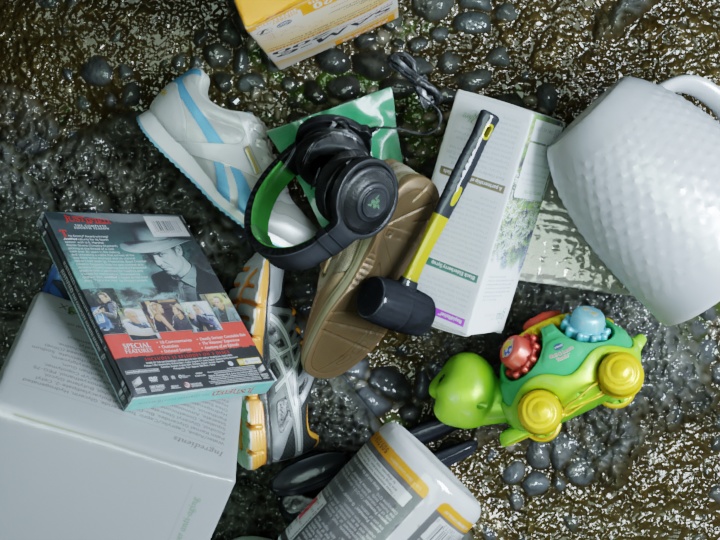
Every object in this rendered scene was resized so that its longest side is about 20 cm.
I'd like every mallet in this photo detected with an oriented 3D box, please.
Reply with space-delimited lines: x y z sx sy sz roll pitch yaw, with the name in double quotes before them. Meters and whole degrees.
"mallet" 0.071 -0.036 0.895 0.066 0.041 0.201 30 92 -38

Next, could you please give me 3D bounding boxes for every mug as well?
"mug" 0.263 -0.084 0.898 0.175 0.148 0.200 46 63 -1

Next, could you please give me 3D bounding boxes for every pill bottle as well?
"pill bottle" -0.001 0.237 0.910 0.116 0.116 0.200 44 89 -3

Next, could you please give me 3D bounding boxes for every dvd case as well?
"dvd case" -0.174 0.028 0.903 0.022 0.145 0.200 -52 58 33

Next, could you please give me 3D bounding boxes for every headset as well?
"headset" -0.019 -0.089 0.867 0.200 0.124 0.094 -38 133 9

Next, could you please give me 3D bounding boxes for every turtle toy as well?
"turtle toy" 0.161 0.096 0.951 0.199 0.146 0.102 -25 74 4

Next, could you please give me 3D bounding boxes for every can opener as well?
"can opener" 0.014 0.186 0.992 0.199 0.079 0.064 -14 87 -7

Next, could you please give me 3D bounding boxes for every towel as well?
"towel" 0.224 -0.046 0.980 0.199 0.034 0.133 9 94 1

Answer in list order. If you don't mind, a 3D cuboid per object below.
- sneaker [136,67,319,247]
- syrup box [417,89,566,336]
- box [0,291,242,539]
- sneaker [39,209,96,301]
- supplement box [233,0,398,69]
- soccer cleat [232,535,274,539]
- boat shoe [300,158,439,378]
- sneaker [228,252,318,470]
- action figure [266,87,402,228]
"sneaker" -0.106 -0.095 0.960 0.200 0.077 0.081 43 95 -4
"syrup box" 0.105 -0.048 0.938 0.081 0.079 0.201 22 102 30
"box" -0.221 0.166 0.896 0.199 0.172 0.200 20 116 -12
"sneaker" -0.266 0.044 0.986 0.078 0.066 0.201 22 96 -12
"supplement box" -0.038 -0.237 0.883 0.125 0.200 0.074 -23 91 4
"soccer cleat" -0.037 0.287 0.994 0.199 0.073 0.069 3 94 1
"boat shoe" 0.000 0.000 0.932 0.071 0.064 0.201 21 102 -40
"sneaker" -0.079 0.080 0.984 0.077 0.078 0.201 -1 93 -24
"action figure" 0.002 -0.052 0.973 0.117 0.055 0.201 -18 102 1
